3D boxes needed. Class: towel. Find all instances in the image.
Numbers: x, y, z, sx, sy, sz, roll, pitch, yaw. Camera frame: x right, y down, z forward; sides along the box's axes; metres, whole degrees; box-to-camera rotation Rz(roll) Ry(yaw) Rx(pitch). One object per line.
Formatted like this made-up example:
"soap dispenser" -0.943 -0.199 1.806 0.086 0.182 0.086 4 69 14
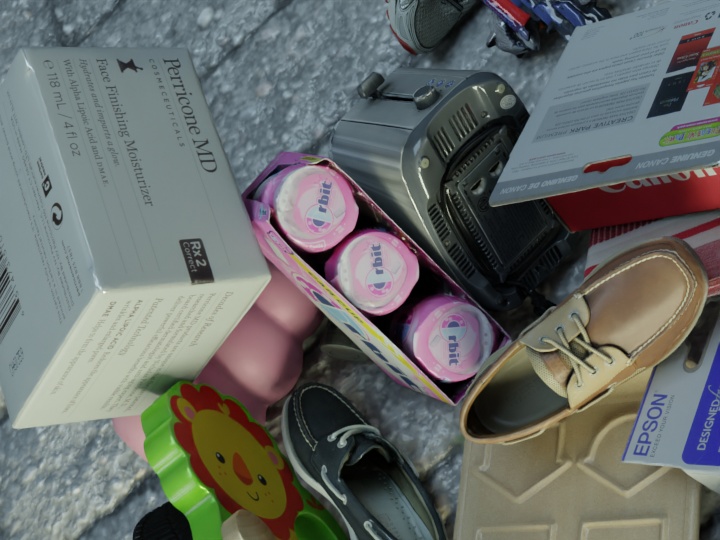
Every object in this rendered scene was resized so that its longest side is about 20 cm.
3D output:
"towel" 0.218 -0.047 1.183 0.144 0.023 0.200 -22 36 34

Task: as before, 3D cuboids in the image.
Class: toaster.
"toaster" 0.067 -0.058 1.260 0.114 0.200 0.129 -45 34 -16

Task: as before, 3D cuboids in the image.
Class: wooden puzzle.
"wooden puzzle" 0.147 0.164 1.165 0.185 0.046 0.201 -10 66 37

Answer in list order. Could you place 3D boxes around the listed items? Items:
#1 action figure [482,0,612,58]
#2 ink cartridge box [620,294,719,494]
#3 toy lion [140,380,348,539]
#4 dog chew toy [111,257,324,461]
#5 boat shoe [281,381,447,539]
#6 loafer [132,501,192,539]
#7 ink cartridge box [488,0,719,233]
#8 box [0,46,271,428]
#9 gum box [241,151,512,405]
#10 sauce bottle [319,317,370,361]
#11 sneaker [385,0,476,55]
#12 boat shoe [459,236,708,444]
"action figure" 0.176 -0.226 1.326 0.193 0.105 0.200 -44 75 23
"ink cartridge box" 0.280 0.049 1.084 0.200 0.043 0.199 0 56 42
"toy lion" -0.072 0.172 1.240 0.069 0.200 0.192 -39 38 18
"dog chew toy" -0.103 0.068 1.371 0.200 0.125 0.124 -51 46 -3
"boat shoe" 0.006 0.146 1.261 0.200 0.075 0.060 53 145 33
"loafer" -0.116 0.238 1.325 0.073 0.072 0.200 -26 29 -11
"ink cartridge box" 0.205 -0.093 1.149 0.200 0.084 0.176 -9 43 48
"box" -0.184 -0.023 1.238 0.200 0.130 0.199 -50 54 47
"gum box" 0.000 0.000 1.235 0.066 0.200 0.113 -49 17 -9
"sauce bottle" 0.009 -0.029 1.362 0.065 0.065 0.201 -3 69 39
"sneaker" 0.093 -0.258 1.397 0.082 0.078 0.200 37 94 43
"boat shoe" 0.138 0.054 1.112 0.076 0.072 0.200 49 123 6
